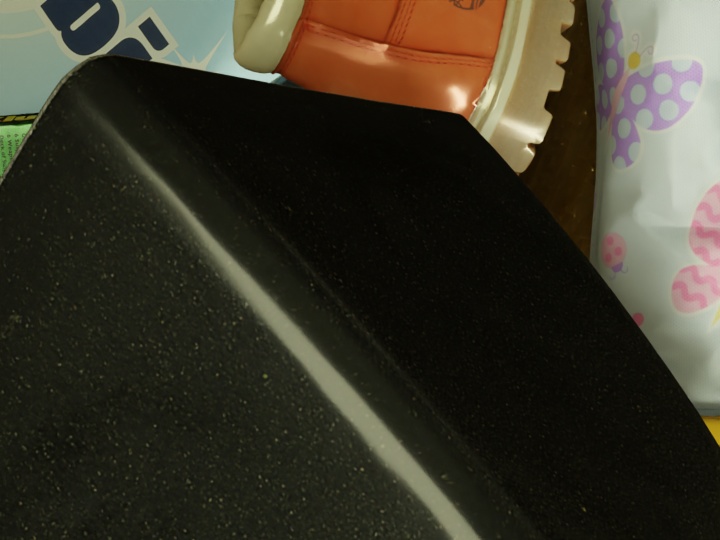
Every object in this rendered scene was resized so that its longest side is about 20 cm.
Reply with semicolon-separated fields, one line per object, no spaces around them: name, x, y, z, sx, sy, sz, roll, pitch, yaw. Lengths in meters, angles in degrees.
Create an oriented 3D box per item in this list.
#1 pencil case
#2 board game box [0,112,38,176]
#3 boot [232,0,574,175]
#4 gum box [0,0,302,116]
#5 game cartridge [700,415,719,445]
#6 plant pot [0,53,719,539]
pencil case;0.113;-0.046;0.815;0.090;0.083;0.202;-3;86;5
board game box;-0.077;0.044;0.861;0.104;0.023;0.202;-3;102;6
boot;0.016;-0.129;0.804;0.106;0.075;0.201;18;55;-13
gum box;-0.098;-0.108;0.896;0.200;0.045;0.170;-38;77;11
game cartridge;0.129;0.133;0.757;0.032;0.199;0.178;-4;84;58
plant pot;-0.007;0.086;0.636;0.177;0.200;0.200;41;108;23
